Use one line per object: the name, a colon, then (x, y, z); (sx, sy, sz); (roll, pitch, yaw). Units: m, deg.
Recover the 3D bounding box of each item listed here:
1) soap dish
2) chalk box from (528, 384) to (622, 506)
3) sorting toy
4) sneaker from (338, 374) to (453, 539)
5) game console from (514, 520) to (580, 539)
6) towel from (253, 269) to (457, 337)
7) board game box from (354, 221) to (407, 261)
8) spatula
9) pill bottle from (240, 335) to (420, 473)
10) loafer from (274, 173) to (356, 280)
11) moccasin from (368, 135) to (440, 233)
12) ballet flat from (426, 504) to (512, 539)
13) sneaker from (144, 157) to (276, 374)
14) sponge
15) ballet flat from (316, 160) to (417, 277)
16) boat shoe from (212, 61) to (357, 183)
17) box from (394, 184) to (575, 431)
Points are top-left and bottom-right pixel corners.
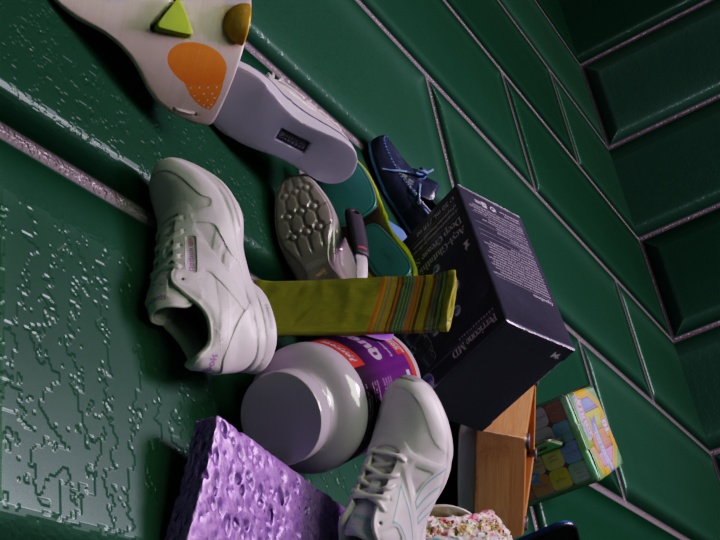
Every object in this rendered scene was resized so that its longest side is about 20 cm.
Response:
soap dish: (0.164, 0.206, 1.272); (0.200, 0.080, 0.159); (-60, 150, -64)
chalk box: (0.263, 0.241, 1.474); (0.199, 0.123, 0.125); (0, 67, -64)
sorting toy: (-0.198, -0.263, 0.993); (0.178, 0.107, 0.202); (17, 48, -27)
sneaker: (0.025, 0.188, 0.896); (0.080, 0.070, 0.203); (8, 89, -52)
game console: (0.146, 0.350, 1.012); (0.201, 0.117, 0.172); (66, 32, -45)
towel: (-0.012, 0.031, 0.984); (0.086, 0.197, 0.018); (-73, 157, -58)
board game box: (0.007, 0.000, 1.255); (0.199, 0.039, 0.160); (30, 42, -44)
spatula: (0.000, 0.000, 1.068); (0.056, 0.021, 0.201); (17, 39, -18)
pill bottle: (-0.026, 0.115, 0.970); (0.200, 0.111, 0.114); (-6, 73, -67)
loafer: (-0.040, -0.005, 1.129); (0.070, 0.069, 0.202); (61, 10, -70)
moccasin: (0.082, -0.103, 1.478); (0.201, 0.068, 0.081); (57, 24, -17)
ballet flat: (0.053, 0.249, 1.009); (0.198, 0.076, 0.064); (12, 41, -26)
sneaker: (-0.138, -0.007, 0.891); (0.099, 0.075, 0.202); (-5, 64, -48)
sponge: (-0.073, 0.209, 0.854); (0.200, 0.030, 0.113); (45, 43, -41)
ballet flat: (0.006, -0.040, 1.177); (0.201, 0.066, 0.067); (61, -4, 32)
boat shoe: (-0.090, -0.171, 1.135); (0.200, 0.075, 0.086); (27, 25, -25)
box: (0.116, 0.040, 1.154); (0.106, 0.149, 0.201); (22, 36, -34)
